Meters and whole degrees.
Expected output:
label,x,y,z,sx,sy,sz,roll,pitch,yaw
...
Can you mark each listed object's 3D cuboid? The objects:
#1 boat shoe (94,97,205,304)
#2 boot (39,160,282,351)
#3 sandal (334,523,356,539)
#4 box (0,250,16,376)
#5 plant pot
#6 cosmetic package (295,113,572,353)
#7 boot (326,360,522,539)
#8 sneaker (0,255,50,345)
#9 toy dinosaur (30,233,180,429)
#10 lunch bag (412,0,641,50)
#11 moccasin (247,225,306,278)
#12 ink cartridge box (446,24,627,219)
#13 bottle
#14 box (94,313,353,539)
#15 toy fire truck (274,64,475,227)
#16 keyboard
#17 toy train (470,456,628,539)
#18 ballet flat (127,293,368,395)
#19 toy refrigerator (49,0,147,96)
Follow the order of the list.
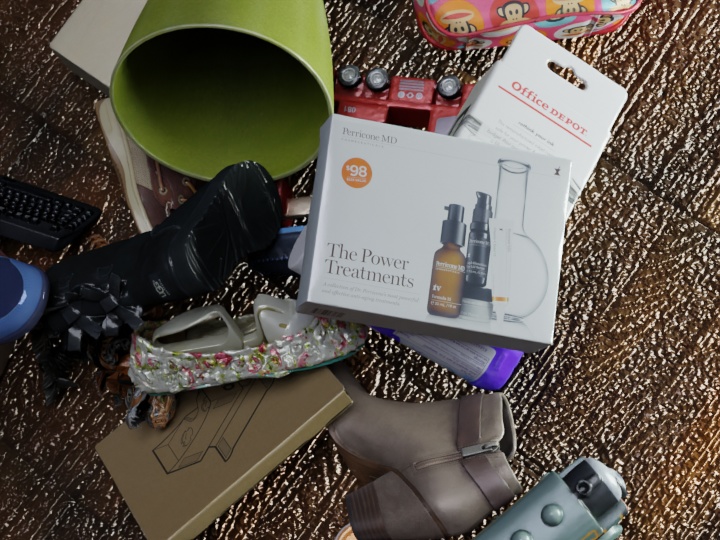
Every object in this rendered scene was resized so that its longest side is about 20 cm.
label,x,y,z,sx,sy,sz,roll,pitch,yaw
boat shoe,-0.169,-0.071,1.705,0.072,0.072,0.201,-21,70,-3
boot,-0.167,-0.013,1.600,0.162,0.198,0.074,-19,109,29
sandal,0.002,0.299,1.555,0.079,0.059,0.208,-11,71,9
box,-0.378,0.068,1.672,0.108,0.128,0.201,17,77,17
plant pot,-0.103,-0.209,1.653,0.186,0.188,0.201,-1,50,11
cosmetic package,0.058,-0.028,1.520,0.199,0.052,0.152,10,76,-11
boot,0.051,0.132,1.576,0.145,0.070,0.201,-22,54,10
sneaker,-0.340,0.009,1.557,0.199,0.082,0.074,8,70,27
toy dinosaur,-0.213,0.057,1.675,0.135,0.103,0.200,-12,31,-7
lunch bag,0.137,-0.286,1.675,0.199,0.082,0.177,-7,84,-4
moccasin,0.000,0.000,1.641,0.199,0.080,0.069,1,80,12
ink cartridge box,0.127,-0.089,1.618,0.115,0.067,0.201,32,68,-6
bottle,0.037,0.025,1.575,0.199,0.084,0.066,29,97,-15
box,-0.117,0.128,1.613,0.200,0.021,0.164,-40,37,-2
toy fire truck,0.001,-0.103,1.689,0.199,0.049,0.142,8,75,13
keyboard,-0.336,-0.068,1.727,0.199,0.040,0.104,16,36,17
toy train,0.127,0.221,1.522,0.200,0.114,0.085,-38,74,-2
ballet flat,-0.095,0.054,1.575,0.199,0.064,0.076,-13,30,1
toy refrigerator,-0.186,-0.252,1.767,0.076,0.070,0.201,33,84,16
